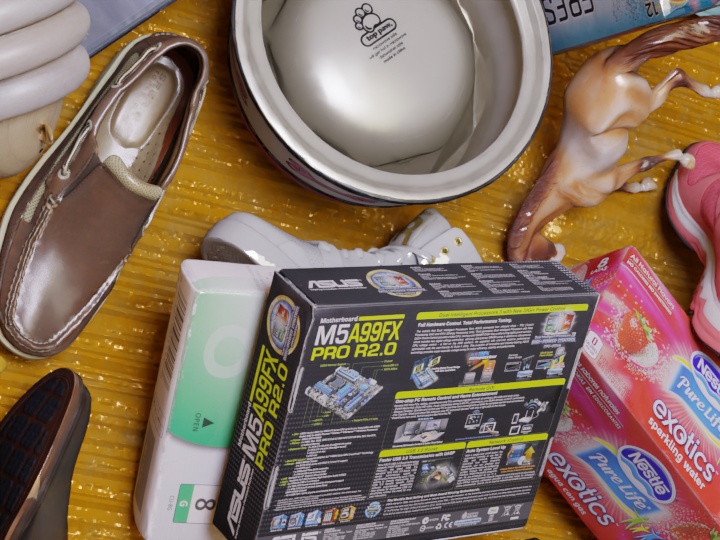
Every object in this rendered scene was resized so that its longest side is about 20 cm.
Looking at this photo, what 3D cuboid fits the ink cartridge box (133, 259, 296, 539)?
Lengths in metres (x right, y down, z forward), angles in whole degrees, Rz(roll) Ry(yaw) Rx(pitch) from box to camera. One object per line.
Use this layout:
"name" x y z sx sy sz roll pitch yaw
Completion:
"ink cartridge box" -0.018 0.080 1.105 0.199 0.050 0.162 5 114 -18

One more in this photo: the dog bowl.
"dog bowl" 0.009 -0.127 1.151 0.199 0.074 0.201 5 75 -20

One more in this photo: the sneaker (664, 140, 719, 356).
"sneaker" 0.253 -0.027 1.238 0.073 0.087 0.201 23 36 -19

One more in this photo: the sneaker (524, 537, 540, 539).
"sneaker" 0.072 0.208 1.190 0.199 0.073 0.112 28 72 -32

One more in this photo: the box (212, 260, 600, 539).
"box" 0.027 0.076 1.088 0.199 0.044 0.161 -3 118 -35

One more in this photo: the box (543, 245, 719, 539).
"box" 0.175 0.097 1.218 0.200 0.095 0.100 51 47 -16

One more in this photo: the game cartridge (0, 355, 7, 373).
"game cartridge" -0.304 0.068 1.016 0.176 0.032 0.200 41 71 -20

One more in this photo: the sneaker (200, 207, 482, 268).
"sneaker" 0.000 0.000 1.162 0.200 0.073 0.116 41 68 -30

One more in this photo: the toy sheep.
"toy sheep" -0.210 -0.144 1.024 0.137 0.138 0.201 -26 115 -26

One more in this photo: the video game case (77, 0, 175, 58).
"video game case" -0.111 -0.231 1.082 0.199 0.019 0.143 -33 96 4

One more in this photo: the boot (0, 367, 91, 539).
"boot" -0.172 0.159 1.067 0.097 0.075 0.201 28 82 -36

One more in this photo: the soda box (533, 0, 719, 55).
"soda box" 0.140 -0.171 1.167 0.063 0.200 0.069 -18 95 -26

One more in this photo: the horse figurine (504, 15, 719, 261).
"horse figurine" 0.163 -0.088 1.213 0.132 0.201 0.050 -12 52 -29

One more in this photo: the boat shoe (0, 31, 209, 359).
"boat shoe" -0.144 -0.046 1.081 0.074 0.075 0.203 28 75 -24

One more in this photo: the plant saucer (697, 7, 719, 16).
"plant saucer" 0.252 -0.267 1.294 0.199 0.036 0.201 -18 120 -33
